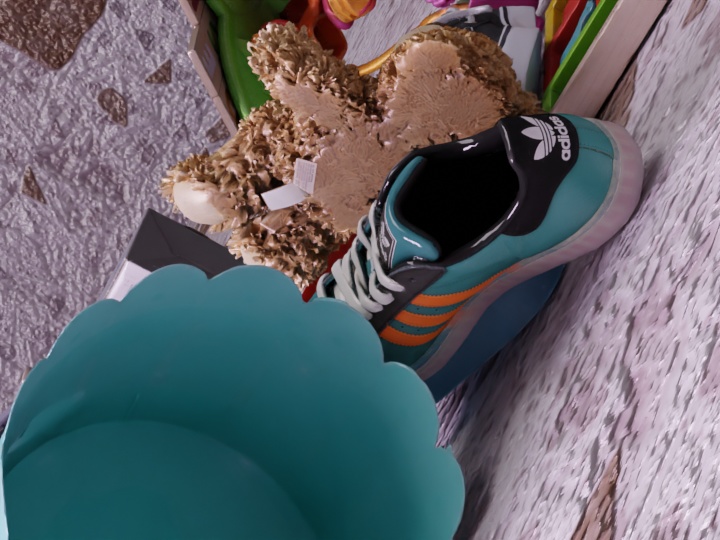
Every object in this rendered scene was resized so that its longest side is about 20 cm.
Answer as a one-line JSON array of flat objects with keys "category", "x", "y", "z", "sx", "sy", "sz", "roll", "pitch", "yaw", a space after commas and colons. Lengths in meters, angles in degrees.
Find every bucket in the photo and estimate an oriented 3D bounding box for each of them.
[{"category": "bucket", "x": -0.068, "y": 0.115, "z": 0.982, "sx": 0.135, "sy": 0.207, "sz": 0.208, "roll": -54, "pitch": 12, "yaw": 55}]

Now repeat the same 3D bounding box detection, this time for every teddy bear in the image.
[{"category": "teddy bear", "x": -0.007, "y": -0.064, "z": 1.159, "sx": 0.200, "sy": 0.145, "sz": 0.067, "roll": -50, "pitch": 17, "yaw": 36}]

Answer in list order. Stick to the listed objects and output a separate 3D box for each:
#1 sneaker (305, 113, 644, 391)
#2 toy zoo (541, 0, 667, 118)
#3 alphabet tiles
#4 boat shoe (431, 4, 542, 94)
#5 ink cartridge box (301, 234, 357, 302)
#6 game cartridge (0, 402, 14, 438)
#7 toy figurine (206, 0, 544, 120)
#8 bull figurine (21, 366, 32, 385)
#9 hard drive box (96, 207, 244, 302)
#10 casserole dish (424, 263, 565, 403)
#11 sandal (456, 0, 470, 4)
[{"category": "sneaker", "x": 0.025, "y": -0.010, "z": 1.000, "sx": 0.200, "sy": 0.080, "sz": 0.072, "roll": -38, "pitch": 54, "yaw": 34}, {"category": "toy zoo", "x": 0.134, "y": -0.157, "z": 1.193, "sx": 0.131, "sy": 0.020, "sz": 0.200, "roll": -59, "pitch": 9, "yaw": 25}, {"category": "alphabet tiles", "x": -0.068, "y": -0.118, "z": 1.457, "sx": 0.008, "sy": 0.200, "sz": 0.167, "roll": -20, "pitch": 28, "yaw": 14}, {"category": "boat shoe", "x": 0.062, "y": -0.109, "z": 1.253, "sx": 0.199, "sy": 0.068, "sz": 0.074, "roll": -81, "pitch": -4, "yaw": -68}, {"category": "ink cartridge box", "x": 0.000, "y": 0.000, "z": 1.348, "sx": 0.163, "sy": 0.057, "sz": 0.200, "roll": -65, "pitch": 3, "yaw": -21}, {"category": "game cartridge", "x": -0.152, "y": 0.117, "z": 1.353, "sx": 0.200, "sy": 0.134, "sz": 0.040, "roll": -43, "pitch": 37, "yaw": -20}, {"category": "toy figurine", "x": 0.017, "y": -0.164, "z": 1.412, "sx": 0.184, "sy": 0.200, "sz": 0.150, "roll": -23, "pitch": 12, "yaw": 25}, {"category": "bull figurine", "x": -0.154, "y": 0.122, "z": 1.434, "sx": 0.065, "sy": 0.121, "sz": 0.201, "roll": 50, "pitch": -128, "yaw": -73}, {"category": "hard drive box", "x": -0.126, "y": 0.083, "z": 1.586, "sx": 0.200, "sy": 0.156, "sz": 0.077, "roll": -58, "pitch": 9, "yaw": 29}, {"category": "casserole dish", "x": 0.031, "y": 0.011, "z": 1.107, "sx": 0.200, "sy": 0.039, "sz": 0.121, "roll": -43, "pitch": 24, "yaw": 37}, {"category": "sandal", "x": 0.019, "y": -0.104, "z": 1.618, "sx": 0.201, "sy": 0.057, "sz": 0.080, "roll": -62, "pitch": 8, "yaw": 6}]
